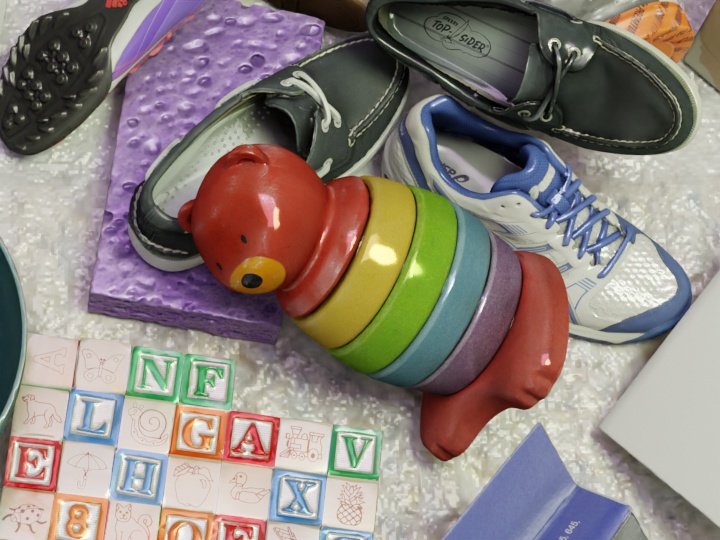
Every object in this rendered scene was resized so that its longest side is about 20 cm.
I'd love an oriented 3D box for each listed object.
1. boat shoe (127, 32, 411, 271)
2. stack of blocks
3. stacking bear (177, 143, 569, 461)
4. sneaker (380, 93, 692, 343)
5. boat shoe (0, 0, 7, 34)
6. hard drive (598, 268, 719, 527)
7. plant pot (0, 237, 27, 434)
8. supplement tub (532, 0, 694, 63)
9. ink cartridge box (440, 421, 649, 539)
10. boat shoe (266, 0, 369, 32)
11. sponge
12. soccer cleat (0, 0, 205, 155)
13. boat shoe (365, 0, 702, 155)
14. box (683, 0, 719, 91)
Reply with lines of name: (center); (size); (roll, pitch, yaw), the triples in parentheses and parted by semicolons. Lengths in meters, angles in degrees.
boat shoe: (-0.044, -0.074, 1.278); (0.076, 0.060, 0.200); (44, 69, 8)
stack of blocks: (-0.091, 0.109, 1.234); (0.199, 0.059, 0.116); (8, 69, -4)
stacking bear: (0.000, 0.000, 1.223); (0.199, 0.121, 0.114); (27, 51, -21)
sneaker: (0.102, -0.028, 1.296); (0.199, 0.088, 0.076); (28, 67, 3)
boat shoe: (-0.245, -0.139, 1.297); (0.070, 0.064, 0.201); (-9, 68, 18)
hard drive: (0.237, 0.045, 1.247); (0.200, 0.027, 0.132); (-52, 49, 2)
plant pot: (-0.274, 0.054, 1.191); (0.199, 0.135, 0.201); (3, 69, -7)
supplement tub: (0.108, -0.198, 1.343); (0.122, 0.123, 0.201); (-24, 74, -15)
ink cartridge box: (0.092, 0.217, 1.149); (0.198, 0.047, 0.201); (-48, 124, -29)
boat shoe: (-0.064, -0.215, 1.354); (0.200, 0.073, 0.063); (35, 72, 7)
sponge: (-0.088, -0.064, 1.317); (0.111, 0.030, 0.201); (9, 67, -5)
soccer cleat: (-0.132, -0.141, 1.296); (0.200, 0.073, 0.068); (-50, 64, 18)
boat shoe: (0.090, -0.113, 1.255); (0.199, 0.075, 0.066); (31, 25, 14)
box: (0.265, -0.161, 1.307); (0.095, 0.200, 0.078); (40, 69, 9)
